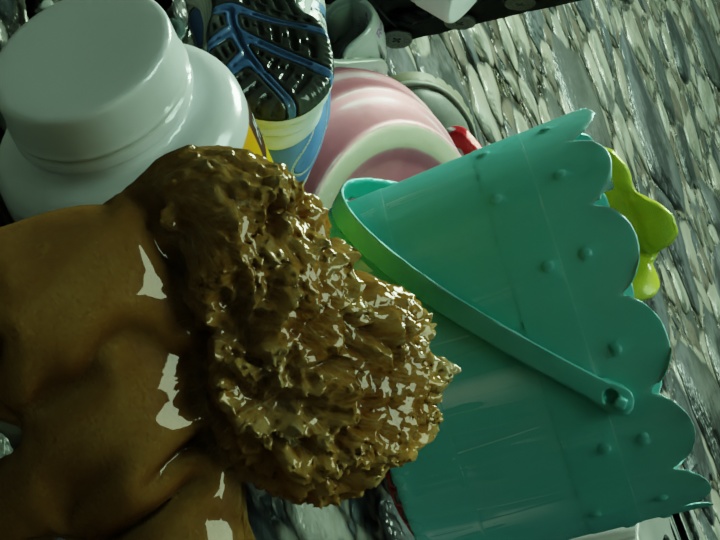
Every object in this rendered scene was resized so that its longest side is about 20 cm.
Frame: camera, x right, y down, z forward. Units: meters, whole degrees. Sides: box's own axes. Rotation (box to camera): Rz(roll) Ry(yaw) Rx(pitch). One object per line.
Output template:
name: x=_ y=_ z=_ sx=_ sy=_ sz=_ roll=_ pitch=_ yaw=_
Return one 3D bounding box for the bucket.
bucket: x=0.069 y=0.035 z=1.323 sx=0.207 sy=0.134 sz=0.208 roll=-17 pitch=90 yaw=-88

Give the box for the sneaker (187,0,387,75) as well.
sneaker: x=-0.006 y=-0.083 z=1.504 sx=0.200 sy=0.100 sz=0.075 roll=33 pitch=24 yaw=-46

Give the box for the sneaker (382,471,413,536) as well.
sneaker: x=0.018 y=0.062 z=1.586 sx=0.082 sy=0.078 sz=0.201 roll=131 pitch=-59 yaw=-84

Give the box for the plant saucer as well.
plant saucer: x=0.000 y=0.000 z=1.442 sx=0.200 sy=0.051 sz=0.201 roll=-10 pitch=104 yaw=-48

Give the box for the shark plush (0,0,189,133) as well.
shark plush: x=-0.117 y=-0.110 z=1.324 sx=0.083 sy=0.091 sz=0.200 roll=28 pitch=41 yaw=-15

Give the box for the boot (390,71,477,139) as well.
boot: x=0.071 y=-0.002 z=1.729 sx=0.182 sy=0.072 sz=0.200 roll=56 pitch=12 yaw=-41

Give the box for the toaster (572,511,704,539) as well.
toaster: x=0.143 y=0.208 z=1.712 sx=0.181 sy=0.118 sz=0.201 roll=-56 pitch=127 yaw=-70

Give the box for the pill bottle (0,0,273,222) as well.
pill bottle: x=-0.084 y=-0.019 z=1.218 sx=0.110 sy=0.109 sz=0.200 roll=-91 pitch=164 yaw=-45

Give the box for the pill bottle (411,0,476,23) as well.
pill bottle: x=-0.017 y=-0.213 z=1.499 sx=0.200 sy=0.113 sz=0.113 roll=31 pitch=14 yaw=10

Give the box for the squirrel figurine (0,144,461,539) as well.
squirrel figurine: x=-0.064 y=0.063 z=1.079 sx=0.187 sy=0.200 sz=0.142 roll=63 pitch=8 yaw=13

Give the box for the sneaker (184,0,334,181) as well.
sneaker: x=-0.052 y=-0.107 z=1.373 sx=0.200 sy=0.075 sz=0.077 roll=-92 pitch=-175 yaw=-53

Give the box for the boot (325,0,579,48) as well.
boot: x=0.040 y=-0.148 z=1.623 sx=0.165 sy=0.199 sz=0.066 roll=28 pitch=46 yaw=-66

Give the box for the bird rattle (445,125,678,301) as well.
bird rattle: x=0.076 y=0.001 z=1.590 sx=0.200 sy=0.112 sz=0.164 roll=7 pitch=-89 yaw=65
